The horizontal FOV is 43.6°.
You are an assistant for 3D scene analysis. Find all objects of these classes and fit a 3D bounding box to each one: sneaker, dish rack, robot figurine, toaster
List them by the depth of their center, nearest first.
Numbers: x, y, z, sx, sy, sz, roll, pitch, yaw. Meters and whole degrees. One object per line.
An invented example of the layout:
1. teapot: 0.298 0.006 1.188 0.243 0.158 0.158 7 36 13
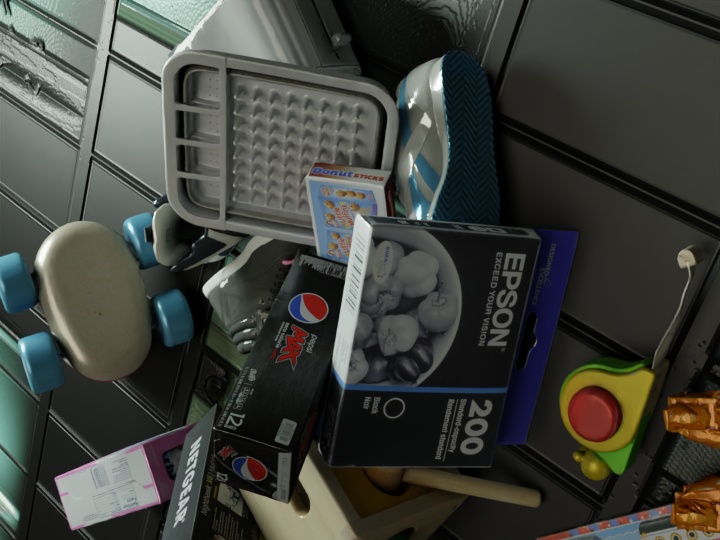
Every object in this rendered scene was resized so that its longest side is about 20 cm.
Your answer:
1. robot figurine: 0.314 0.137 0.617 0.197 0.058 0.148 -5 90 38
2. sneaker: 0.064 -0.074 0.753 0.080 0.075 0.205 -9 75 53
3. dish rack: -0.068 -0.105 0.771 0.196 0.044 0.174 11 130 4
4. toaster: -0.092 -0.181 0.839 0.199 0.113 0.131 -36 80 35
5. sneaker: -0.078 0.016 0.898 0.199 0.070 0.100 -38 78 42
6. sneaker: -0.177 -0.042 0.911 0.197 0.128 0.081 -7 96 48

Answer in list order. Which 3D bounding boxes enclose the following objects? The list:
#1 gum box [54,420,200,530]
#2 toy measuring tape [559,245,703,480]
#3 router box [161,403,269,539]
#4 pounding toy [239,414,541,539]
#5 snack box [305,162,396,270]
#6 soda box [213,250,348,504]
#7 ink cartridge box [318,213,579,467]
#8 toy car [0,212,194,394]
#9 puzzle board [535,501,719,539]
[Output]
1. gum box: -0.247 0.232 1.039 0.198 0.113 0.067 -25 85 38
2. toy measuring tape: 0.198 0.069 0.691 0.073 0.073 0.204 24 113 31
3. router box: -0.097 0.236 0.814 0.157 0.201 0.052 42 107 -18
4. pounding toy: 0.016 0.180 0.798 0.201 0.182 0.143 54 126 26
5. snack box: 0.000 0.000 0.793 0.070 0.024 0.203 9 132 20
6. soda box: -0.054 0.080 0.727 0.062 0.202 0.072 14 134 8
7. ink cartridge box: 0.076 0.061 0.711 0.043 0.196 0.202 -132 48 -62
8. toy car: -0.314 0.050 1.052 0.180 0.181 0.200 68 156 6
9. puzzle board: 0.248 0.270 0.724 0.198 0.017 0.153 -28 81 37
